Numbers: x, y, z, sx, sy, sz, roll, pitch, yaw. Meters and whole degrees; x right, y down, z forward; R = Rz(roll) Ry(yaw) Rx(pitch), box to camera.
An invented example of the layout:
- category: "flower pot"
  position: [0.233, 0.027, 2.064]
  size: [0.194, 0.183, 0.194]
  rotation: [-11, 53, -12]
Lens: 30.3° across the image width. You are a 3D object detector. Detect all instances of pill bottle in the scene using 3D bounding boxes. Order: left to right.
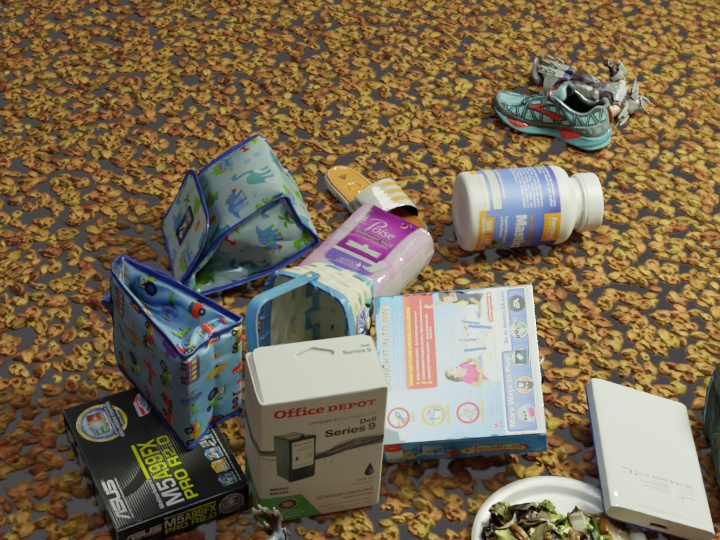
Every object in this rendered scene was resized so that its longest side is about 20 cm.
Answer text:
- category: "pill bottle"
  position: [0.237, -0.090, 1.882]
  size: [0.198, 0.113, 0.112]
  rotation: [-4, 41, -8]

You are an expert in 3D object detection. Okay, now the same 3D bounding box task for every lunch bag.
- category: "lunch bag"
  position: [-0.235, 0.084, 1.547]
  size: [0.199, 0.151, 0.094]
  rotation: [33, 47, 29]
- category: "lunch bag"
  position: [-0.179, -0.066, 1.814]
  size: [0.199, 0.128, 0.170]
  rotation: [-33, 38, 7]

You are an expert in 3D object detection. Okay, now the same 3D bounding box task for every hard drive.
- category: "hard drive"
  position: [0.337, 0.221, 1.563]
  size: [0.131, 0.025, 0.201]
  rotation: [17, 38, -12]

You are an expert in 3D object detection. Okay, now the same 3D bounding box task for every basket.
- category: "basket"
  position: [-0.069, 0.081, 1.613]
  size: [0.138, 0.178, 0.200]
  rotation: [22, 34, 33]

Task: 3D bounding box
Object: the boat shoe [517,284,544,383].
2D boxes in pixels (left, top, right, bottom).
- category: "boat shoe"
  position: [0.199, 0.107, 1.686]
  size: [0.092, 0.075, 0.200]
  rotation: [23, 53, 16]

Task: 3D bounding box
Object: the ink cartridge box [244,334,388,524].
- category: "ink cartridge box"
  position: [-0.052, 0.178, 1.479]
  size: [0.145, 0.201, 0.084]
  rotation: [-8, 42, -12]

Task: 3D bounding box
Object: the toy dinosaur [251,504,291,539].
- category: "toy dinosaur"
  position: [-0.122, 0.339, 1.381]
  size: [0.199, 0.105, 0.182]
  rotation: [20, 62, 1]

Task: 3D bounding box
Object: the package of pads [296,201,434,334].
- category: "package of pads"
  position: [0.000, 0.000, 1.789]
  size: [0.120, 0.076, 0.200]
  rotation: [26, 45, 21]

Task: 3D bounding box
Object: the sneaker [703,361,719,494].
- category: "sneaker"
  position: [0.451, 0.204, 1.589]
  size: [0.073, 0.082, 0.201]
  rotation: [9, 59, -4]

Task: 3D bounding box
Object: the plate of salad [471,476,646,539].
- category: "plate of salad"
  position: [0.223, 0.299, 1.475]
  size: [0.198, 0.048, 0.201]
  rotation: [2, 41, -2]

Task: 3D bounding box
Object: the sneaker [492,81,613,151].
- category: "sneaker"
  position: [0.307, -0.264, 2.102]
  size: [0.199, 0.096, 0.079]
  rotation: [17, 42, 16]

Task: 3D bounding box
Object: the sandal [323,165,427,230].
- category: "sandal"
  position: [0.015, -0.110, 1.930]
  size: [0.079, 0.060, 0.206]
  rotation: [-26, 48, -29]

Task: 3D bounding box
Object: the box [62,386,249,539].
- category: "box"
  position: [-0.238, 0.217, 1.541]
  size: [0.159, 0.045, 0.200]
  rotation: [-15, 44, -22]

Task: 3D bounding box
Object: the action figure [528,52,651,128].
- category: "action figure"
  position: [0.378, -0.299, 2.173]
  size: [0.199, 0.070, 0.130]
  rotation: [19, 38, 14]

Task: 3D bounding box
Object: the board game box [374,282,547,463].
- category: "board game box"
  position: [0.118, 0.123, 1.596]
  size: [0.194, 0.056, 0.201]
  rotation: [-5, 60, 6]
